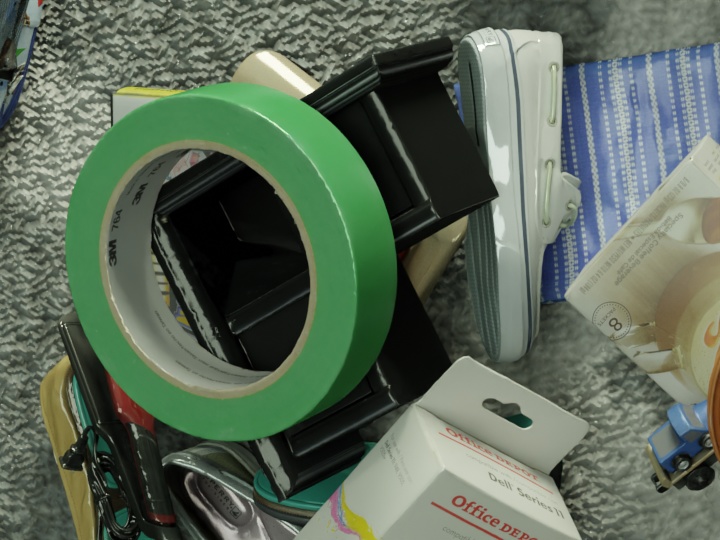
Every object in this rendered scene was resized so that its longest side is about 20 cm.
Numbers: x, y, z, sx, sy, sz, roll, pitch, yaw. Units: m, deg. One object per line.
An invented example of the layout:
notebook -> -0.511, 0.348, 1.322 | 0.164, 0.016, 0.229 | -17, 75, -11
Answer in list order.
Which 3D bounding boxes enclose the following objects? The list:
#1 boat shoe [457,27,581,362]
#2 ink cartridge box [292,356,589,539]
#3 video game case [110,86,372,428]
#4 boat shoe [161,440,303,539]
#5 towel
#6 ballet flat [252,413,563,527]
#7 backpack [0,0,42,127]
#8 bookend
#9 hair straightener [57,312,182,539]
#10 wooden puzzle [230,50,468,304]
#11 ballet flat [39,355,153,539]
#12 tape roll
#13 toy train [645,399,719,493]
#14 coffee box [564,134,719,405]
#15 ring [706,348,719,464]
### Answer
boat shoe -> 0.101, -0.045, 1.632 | 0.066, 0.074, 0.201 | -6, 103, -14
ink cartridge box -> 0.045, 0.158, 1.606 | 0.200, 0.117, 0.067 | -50, 33, 19
video game case -> -0.075, -0.010, 1.708 | 0.180, 0.025, 0.201 | 6, 102, 27
boat shoe -> -0.049, 0.188, 1.726 | 0.074, 0.065, 0.202 | -46, 75, 17
towel -> 0.156, -0.056, 1.653 | 0.199, 0.024, 0.146 | -7, 89, 22
ballet flat -> 0.033, 0.140, 1.691 | 0.199, 0.073, 0.073 | -12, 88, 17
backpack -> -0.306, -0.141, 1.770 | 0.199, 0.154, 0.191 | 18, 91, 27
bookend -> 0.000, 0.000, 1.598 | 0.198, 0.092, 0.201 | -28, 86, 33
hair straightener -> -0.151, 0.118, 1.723 | 0.077, 0.041, 0.201 | -29, 76, 39
wooden puzzle -> -0.048, -0.009, 1.725 | 0.185, 0.037, 0.200 | 38, 110, 17
ballet flat -> -0.163, 0.152, 1.782 | 0.063, 0.068, 0.201 | -20, 82, 50
tape roll -> -0.076, -0.004, 1.558 | 0.200, 0.048, 0.202 | 7, 105, 29
toy train -> 0.233, 0.055, 1.510 | 0.200, 0.046, 0.034 | -42, 40, 16
coffee box -> 0.232, 0.035, 1.575 | 0.200, 0.080, 0.114 | 42, 108, 2
ring -> 0.289, 0.067, 1.499 | 0.199, 0.019, 0.201 | -5, 121, -8
